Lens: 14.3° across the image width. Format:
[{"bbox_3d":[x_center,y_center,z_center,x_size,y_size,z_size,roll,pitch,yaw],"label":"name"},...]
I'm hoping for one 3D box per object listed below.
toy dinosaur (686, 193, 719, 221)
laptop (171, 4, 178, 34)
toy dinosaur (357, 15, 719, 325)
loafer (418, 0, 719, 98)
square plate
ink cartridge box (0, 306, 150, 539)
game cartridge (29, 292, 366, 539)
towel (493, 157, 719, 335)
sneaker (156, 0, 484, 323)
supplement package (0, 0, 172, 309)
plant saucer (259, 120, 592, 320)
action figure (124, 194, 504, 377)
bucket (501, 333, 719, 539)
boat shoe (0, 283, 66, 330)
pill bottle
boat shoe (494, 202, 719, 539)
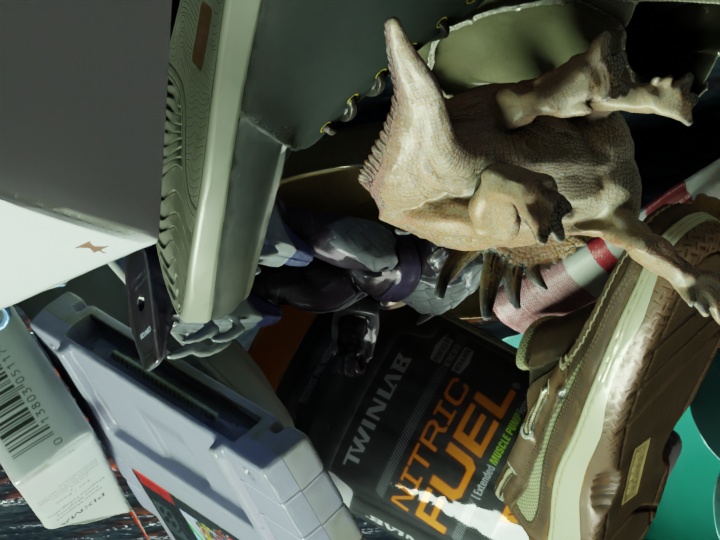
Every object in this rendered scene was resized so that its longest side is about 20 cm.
[{"bbox_3d":[0.234,-0.030,1.181,0.200,0.060,0.106,-20,156,5],"label":"toy dinosaur"},{"bbox_3d":[-0.150,-0.065,1.139,0.177,0.103,0.200,10,156,-21],"label":"laptop"},{"bbox_3d":[0.048,-0.033,1.032,0.135,0.086,0.200,-1,168,42],"label":"toy dinosaur"},{"bbox_3d":[0.095,-0.096,1.083,0.075,0.070,0.200,20,153,-39],"label":"loafer"},{"bbox_3d":[-0.105,0.028,1.329,0.028,0.200,0.198,-40,174,-18],"label":"square plate"},{"bbox_3d":[-0.173,0.056,1.391,0.057,0.163,0.200,-31,161,-12],"label":"ink cartridge box"},{"bbox_3d":[-0.063,0.092,1.263,0.200,0.038,0.130,27,147,51],"label":"game cartridge"},{"bbox_3d":[0.167,-0.017,1.256,0.200,0.023,0.144,-32,151,15],"label":"towel"},{"bbox_3d":[-0.010,-0.071,1.016,0.106,0.200,0.075,3,-156,-20],"label":"sneaker"},{"bbox_3d":[-0.137,-0.099,0.910,0.117,0.200,0.117,18,153,-38],"label":"supplement package"},{"bbox_3d":[0.031,-0.026,1.326,0.200,0.035,0.200,1,159,0],"label":"plant saucer"},{"bbox_3d":[0.000,0.000,1.233,0.200,0.069,0.130,2,144,-31],"label":"action figure"},{"bbox_3d":[0.156,0.115,1.460,0.135,0.207,0.207,-1,166,-40],"label":"bucket"},{"bbox_3d":[-0.157,-0.007,1.191,0.084,0.069,0.200,44,171,8],"label":"boat shoe"},{"bbox_3d":[0.040,0.078,1.340,0.200,0.106,0.106,27,161,7],"label":"pill bottle"},{"bbox_3d":[0.096,0.045,1.202,0.075,0.075,0.202,-29,146,-40],"label":"boat shoe"}]
